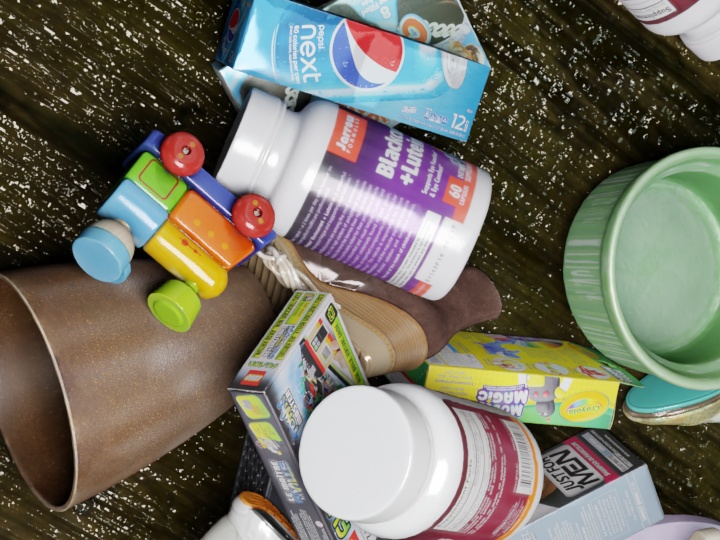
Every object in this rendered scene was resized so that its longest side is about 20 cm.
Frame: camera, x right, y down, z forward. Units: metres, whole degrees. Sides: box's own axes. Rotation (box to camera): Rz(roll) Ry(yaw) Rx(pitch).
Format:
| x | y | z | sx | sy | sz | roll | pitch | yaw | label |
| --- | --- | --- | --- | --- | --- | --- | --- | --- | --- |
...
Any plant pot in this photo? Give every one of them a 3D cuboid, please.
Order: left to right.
| x | y | z | sx | sy | sz | roll | pitch | yaw | label |
| --- | --- | --- | --- | --- | --- | --- | --- | --- | --- |
| -0.171 | 0.066 | 1.446 | 0.199 | 0.187 | 0.188 | -17 | 110 | -28 | plant pot |

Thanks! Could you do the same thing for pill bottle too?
| x | y | z | sx | sy | sz | roll | pitch | yaw | label |
| --- | --- | --- | --- | --- | --- | --- | --- | --- | --- |
| -0.009 | -0.064 | 1.434 | 0.199 | 0.111 | 0.112 | 23 | 97 | -9 | pill bottle |
| 0.046 | 0.146 | 1.392 | 0.200 | 0.114 | 0.115 | 20 | 100 | -56 | pill bottle |
| 0.242 | -0.266 | 1.506 | 0.200 | 0.113 | 0.113 | 39 | 91 | -23 | pill bottle |

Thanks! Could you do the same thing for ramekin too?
| x | y | z | sx | sy | sz | roll | pitch | yaw | label |
| --- | --- | --- | --- | --- | --- | --- | --- | --- | --- |
| 0.268 | -0.002 | 1.573 | 0.199 | 0.098 | 0.202 | 0 | 91 | -25 | ramekin |

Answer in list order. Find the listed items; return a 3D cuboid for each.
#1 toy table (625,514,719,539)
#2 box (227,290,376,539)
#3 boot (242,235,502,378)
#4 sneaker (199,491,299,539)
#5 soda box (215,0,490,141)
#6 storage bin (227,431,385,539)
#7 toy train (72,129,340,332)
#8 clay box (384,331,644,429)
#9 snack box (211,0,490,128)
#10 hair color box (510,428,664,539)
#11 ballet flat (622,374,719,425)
| x | y | z | sx | sy | sz | roll | pitch | yaw | label |
| --- | --- | --- | --- | --- | --- | --- | --- | --- | --- |
| 0.289 | 0.303 | 1.675 | 0.199 | 0.117 | 0.185 | -19 | 110 | -13 | toy table |
| -0.028 | 0.127 | 1.412 | 0.110 | 0.035 | 0.201 | -56 | 137 | -39 | box |
| 0.000 | 0.000 | 1.519 | 0.166 | 0.200 | 0.073 | -25 | 151 | -43 | boot |
| -0.060 | 0.271 | 1.487 | 0.092 | 0.076 | 0.200 | -40 | 105 | 4 | sneaker |
| -0.006 | -0.160 | 1.438 | 0.199 | 0.068 | 0.065 | 15 | 98 | -20 | soda box |
| -0.039 | 0.233 | 1.564 | 0.134 | 0.094 | 0.201 | 10 | 102 | -20 | storage bin |
| -0.112 | 0.001 | 1.382 | 0.200 | 0.085 | 0.116 | 41 | 56 | -11 | toy train |
| 0.128 | 0.090 | 1.566 | 0.199 | 0.115 | 0.048 | 7 | 103 | -19 | clay box |
| -0.006 | -0.164 | 1.495 | 0.199 | 0.037 | 0.117 | -32 | 112 | -7 | snack box |
| 0.150 | 0.217 | 1.615 | 0.199 | 0.099 | 0.061 | -26 | 112 | -9 | hair color box |
| 0.329 | 0.097 | 1.662 | 0.199 | 0.071 | 0.071 | -31 | 112 | -8 | ballet flat |
